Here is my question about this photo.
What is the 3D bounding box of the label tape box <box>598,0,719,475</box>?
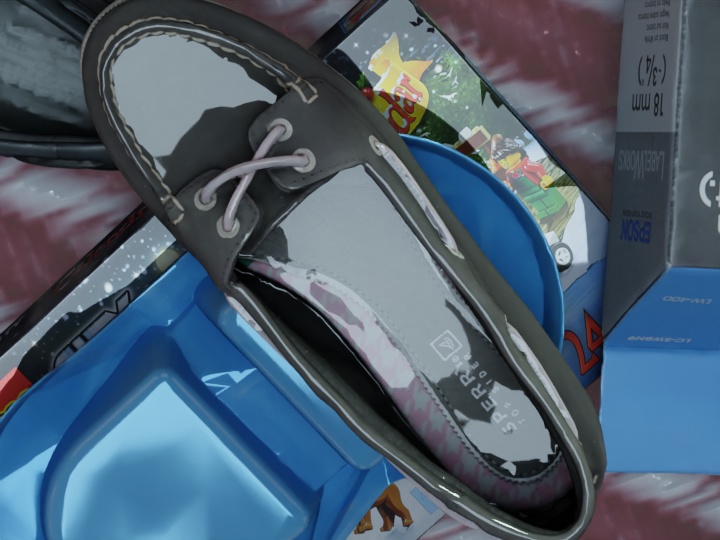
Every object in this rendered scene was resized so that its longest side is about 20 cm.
[{"bbox_3d":[0.153,-0.032,0.808,0.144,0.063,0.201,3,93,-13],"label":"label tape box"}]

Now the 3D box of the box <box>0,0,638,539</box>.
[{"bbox_3d":[-0.017,0.024,0.843,0.200,0.038,0.137,-43,103,5],"label":"box"}]

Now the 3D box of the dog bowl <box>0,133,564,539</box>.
[{"bbox_3d":[-0.030,0.040,0.800,0.200,0.050,0.112,-43,103,4],"label":"dog bowl"}]

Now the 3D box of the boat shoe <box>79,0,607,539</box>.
[{"bbox_3d":[0.000,0.000,0.739,0.067,0.057,0.200,-42,103,5],"label":"boat shoe"}]

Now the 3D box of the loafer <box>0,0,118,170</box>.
[{"bbox_3d":[-0.146,-0.079,0.790,0.200,0.070,0.068,19,100,-9],"label":"loafer"}]
